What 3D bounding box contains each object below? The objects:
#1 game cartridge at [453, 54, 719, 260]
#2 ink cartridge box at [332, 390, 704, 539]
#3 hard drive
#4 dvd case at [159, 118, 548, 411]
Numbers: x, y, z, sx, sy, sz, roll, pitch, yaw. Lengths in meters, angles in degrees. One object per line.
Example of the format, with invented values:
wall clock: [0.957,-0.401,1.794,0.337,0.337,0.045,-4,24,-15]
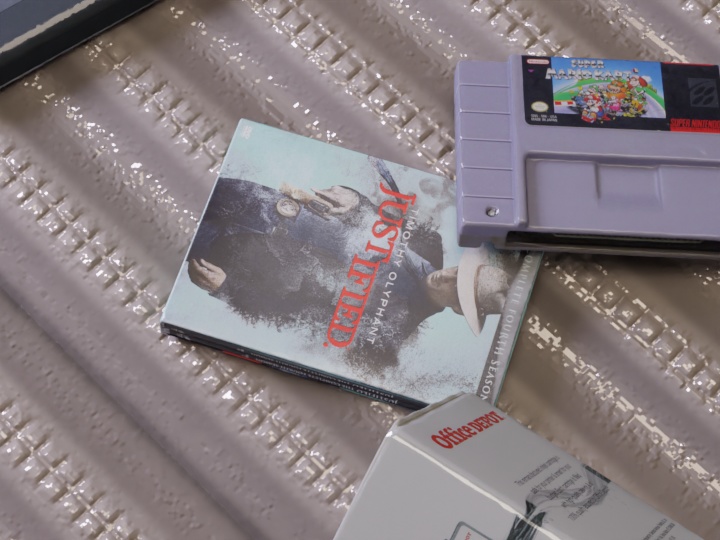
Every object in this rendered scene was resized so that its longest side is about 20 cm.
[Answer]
game cartridge: [0.155,-0.069,1.192,0.199,0.038,0.130,2,60,-3]
ink cartridge box: [0.099,0.154,1.025,0.199,0.146,0.083,32,103,15]
hard drive: [-0.197,-0.207,1.270,0.199,0.033,0.140,-32,68,-15]
dvd case: [0.000,0.000,1.176,0.199,0.022,0.147,18,65,6]
